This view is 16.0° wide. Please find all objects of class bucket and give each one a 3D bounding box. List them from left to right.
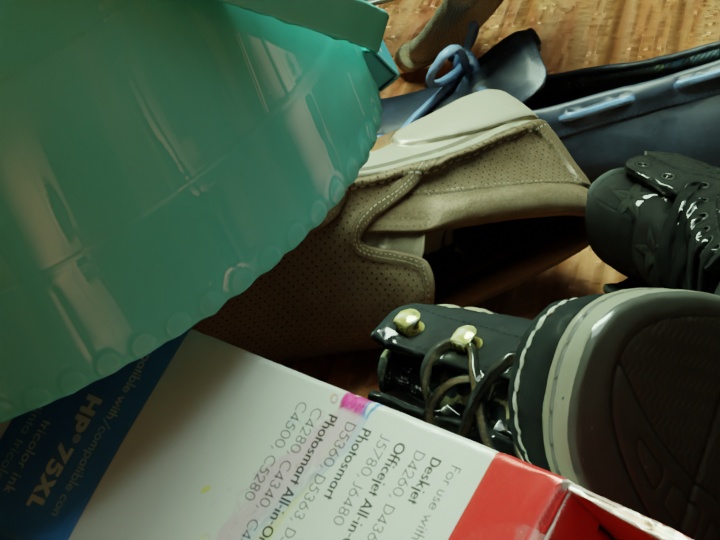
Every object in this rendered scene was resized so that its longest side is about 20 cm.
[{"bbox_3d":[-0.098,-0.062,0.630,0.206,0.135,0.207,-22,24,11],"label":"bucket"}]

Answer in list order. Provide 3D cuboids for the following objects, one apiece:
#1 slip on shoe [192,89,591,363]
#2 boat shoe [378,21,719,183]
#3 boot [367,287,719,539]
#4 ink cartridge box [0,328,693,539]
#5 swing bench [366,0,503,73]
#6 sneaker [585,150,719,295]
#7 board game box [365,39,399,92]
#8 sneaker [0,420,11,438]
[{"bbox_3d":[0.000,0.000,0.869,0.199,0.076,0.061,-24,56,-37],"label":"slip on shoe"},{"bbox_3d":[0.065,-0.066,1.001,0.199,0.069,0.084,-4,24,-3],"label":"boat shoe"},{"bbox_3d":[0.054,0.043,0.686,0.153,0.074,0.203,12,-7,36],"label":"boot"},{"bbox_3d":[0.015,0.083,0.603,0.199,0.116,0.067,20,74,41],"label":"ink cartridge box"},{"bbox_3d":[-0.006,-0.152,1.044,0.199,0.131,0.199,3,-4,-4],"label":"swing bench"},{"bbox_3d":[0.115,-0.001,0.844,0.104,0.060,0.200,18,16,21],"label":"sneaker"},{"bbox_3d":[-0.113,-0.054,0.778,0.200,0.151,0.047,-39,31,10],"label":"board game box"},{"bbox_3d":[-0.113,0.075,0.707,0.086,0.075,0.200,0,24,-11],"label":"sneaker"}]
